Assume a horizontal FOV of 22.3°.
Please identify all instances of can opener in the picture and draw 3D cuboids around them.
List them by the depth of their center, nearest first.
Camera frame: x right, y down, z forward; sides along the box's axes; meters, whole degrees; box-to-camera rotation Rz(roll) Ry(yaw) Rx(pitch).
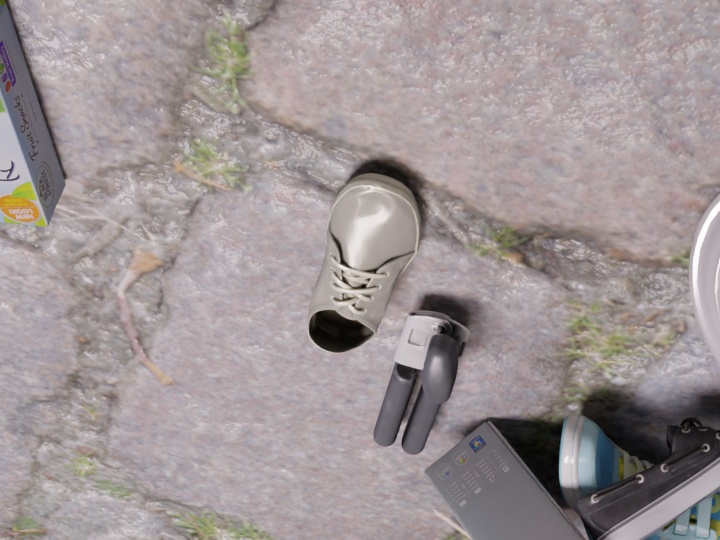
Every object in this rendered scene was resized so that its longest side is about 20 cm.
[{"bbox_3d":[0.046,0.105,1.538,0.053,0.067,0.200,16,142,0],"label":"can opener"}]

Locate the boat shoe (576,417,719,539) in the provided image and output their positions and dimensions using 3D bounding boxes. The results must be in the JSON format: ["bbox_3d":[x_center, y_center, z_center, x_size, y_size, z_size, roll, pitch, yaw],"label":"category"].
[{"bbox_3d":[0.265,0.156,1.488,0.200,0.066,0.070,-35,166,2],"label":"boat shoe"}]

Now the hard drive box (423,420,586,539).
[{"bbox_3d":[0.158,0.247,1.570,0.077,0.200,0.156,-39,128,-1],"label":"hard drive box"}]

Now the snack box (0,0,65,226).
[{"bbox_3d":[-0.319,-0.122,1.395,0.142,0.053,0.200,7,142,13],"label":"snack box"}]

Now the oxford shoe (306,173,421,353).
[{"bbox_3d":[0.000,0.000,1.435,0.075,0.058,0.200,19,140,-1],"label":"oxford shoe"}]

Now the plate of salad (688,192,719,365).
[{"bbox_3d":[0.326,0.017,1.302,0.200,0.048,0.200,19,120,36],"label":"plate of salad"}]

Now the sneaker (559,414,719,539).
[{"bbox_3d":[0.248,0.183,1.561,0.130,0.080,0.200,-1,149,23],"label":"sneaker"}]
